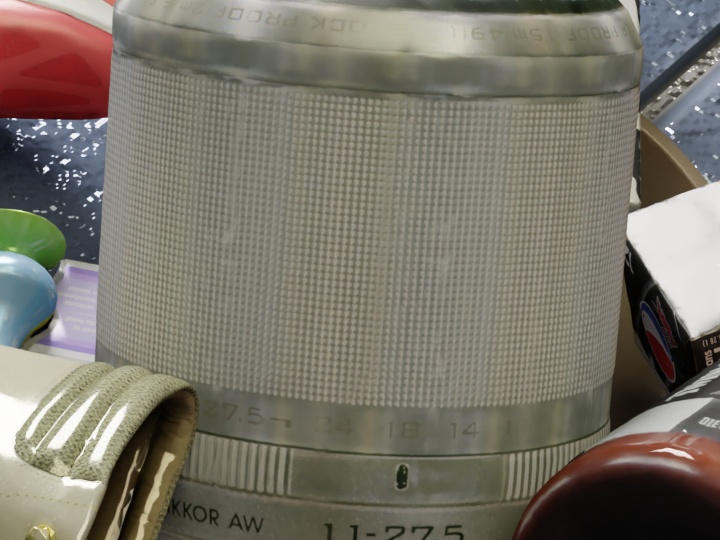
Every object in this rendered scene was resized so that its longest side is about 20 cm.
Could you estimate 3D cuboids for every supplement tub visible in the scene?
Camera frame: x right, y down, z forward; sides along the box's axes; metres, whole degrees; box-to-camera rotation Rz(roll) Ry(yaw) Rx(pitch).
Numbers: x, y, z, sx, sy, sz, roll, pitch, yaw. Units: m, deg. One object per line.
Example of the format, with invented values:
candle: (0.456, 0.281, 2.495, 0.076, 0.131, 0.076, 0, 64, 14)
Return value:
supplement tub: (0.131, 0.073, 0.880, 0.107, 0.107, 0.200, 40, 32, 15)

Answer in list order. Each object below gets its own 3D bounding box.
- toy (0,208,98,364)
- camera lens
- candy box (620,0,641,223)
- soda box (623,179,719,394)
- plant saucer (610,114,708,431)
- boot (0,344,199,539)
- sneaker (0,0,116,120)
toy: (-0.122, 0.060, 0.932, 0.115, 0.047, 0.200, 12, 48, -9)
camera lens: (0.000, 0.000, 0.895, 0.160, 0.200, 0.160, 4, 10, -1)
candy box: (0.030, -0.093, 1.070, 0.136, 0.061, 0.200, 14, 48, -9)
soda box: (0.192, -0.010, 1.003, 0.200, 0.063, 0.071, -20, 43, -7)
plant saucer: (0.043, -0.003, 1.059, 0.200, 0.029, 0.200, 11, 49, -12)
boot: (-0.145, 0.082, 0.787, 0.154, 0.072, 0.200, 17, 49, 16)
sneaker: (-0.173, -0.046, 0.998, 0.200, 0.078, 0.116, 5, 58, -1)
